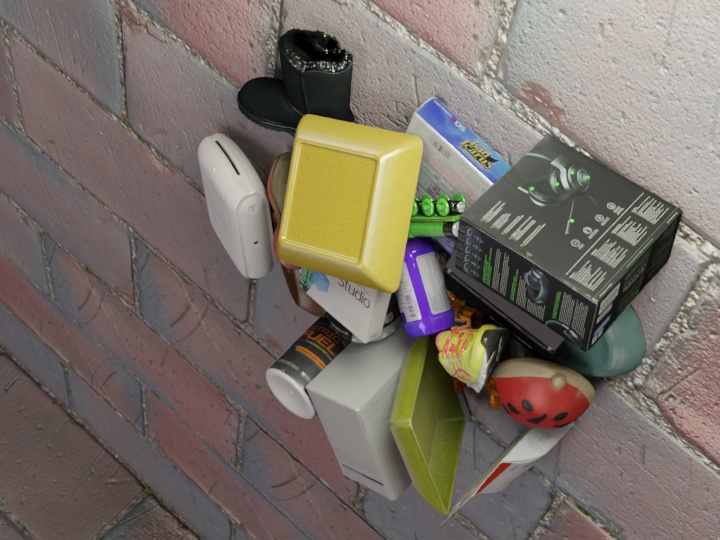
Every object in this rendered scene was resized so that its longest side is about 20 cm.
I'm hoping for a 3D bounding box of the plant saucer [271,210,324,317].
[{"bbox_3d":[-0.101,-0.019,1.890,0.200,0.036,0.202,164,90,-80],"label":"plant saucer"}]

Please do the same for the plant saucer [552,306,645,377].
[{"bbox_3d":[0.273,0.068,1.574,0.199,0.036,0.201,35,150,24],"label":"plant saucer"}]

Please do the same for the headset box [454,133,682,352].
[{"bbox_3d":[0.224,-0.038,1.363,0.199,0.174,0.093,33,148,24],"label":"headset box"}]

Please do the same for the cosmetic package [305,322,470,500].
[{"bbox_3d":[0.046,0.204,1.887,0.122,0.199,0.201,19,141,41],"label":"cosmetic package"}]

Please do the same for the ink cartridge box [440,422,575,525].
[{"bbox_3d":[0.213,0.295,1.765,0.050,0.200,0.162,41,152,7],"label":"ink cartridge box"}]

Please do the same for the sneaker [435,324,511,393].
[{"bbox_3d":[0.140,0.109,1.616,0.090,0.079,0.200,30,163,6],"label":"sneaker"}]

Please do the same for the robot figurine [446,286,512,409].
[{"bbox_3d":[0.161,0.102,1.748,0.144,0.058,0.201,19,141,41],"label":"robot figurine"}]

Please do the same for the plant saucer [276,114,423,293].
[{"bbox_3d":[-0.028,-0.088,1.554,0.199,0.048,0.202,16,100,34],"label":"plant saucer"}]

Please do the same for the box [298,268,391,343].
[{"bbox_3d":[-0.013,-0.020,1.638,0.144,0.036,0.201,39,134,30],"label":"box"}]

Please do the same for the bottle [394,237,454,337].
[{"bbox_3d":[0.071,-0.011,1.672,0.083,0.065,0.202,161,93,-72],"label":"bottle"}]

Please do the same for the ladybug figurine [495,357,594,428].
[{"bbox_3d":[0.244,0.169,1.643,0.135,0.073,0.200,18,168,4],"label":"ladybug figurine"}]

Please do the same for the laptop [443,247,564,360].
[{"bbox_3d":[0.203,0.017,1.548,0.177,0.104,0.200,38,176,10],"label":"laptop"}]

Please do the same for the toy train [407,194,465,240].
[{"bbox_3d":[0.067,-0.068,1.578,0.199,0.041,0.057,4,106,52],"label":"toy train"}]

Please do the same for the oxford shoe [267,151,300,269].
[{"bbox_3d":[-0.088,-0.101,1.766,0.075,0.070,0.201,-48,41,44],"label":"oxford shoe"}]

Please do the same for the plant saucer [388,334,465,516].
[{"bbox_3d":[0.094,0.220,1.772,0.047,0.201,0.201,-7,127,20],"label":"plant saucer"}]

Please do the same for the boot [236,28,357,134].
[{"bbox_3d":[-0.089,-0.258,1.629,0.199,0.077,0.169,26,149,23],"label":"boot"}]

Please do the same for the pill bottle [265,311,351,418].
[{"bbox_3d":[-0.049,0.132,1.931,0.106,0.200,0.107,33,149,22],"label":"pill bottle"}]

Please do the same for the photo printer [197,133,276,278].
[{"bbox_3d":[-0.198,-0.109,1.938,0.167,0.069,0.201,55,160,37],"label":"photo printer"}]

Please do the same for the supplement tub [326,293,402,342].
[{"bbox_3d":[0.000,0.000,1.781,0.122,0.122,0.201,30,146,30],"label":"supplement tub"}]

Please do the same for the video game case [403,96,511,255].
[{"bbox_3d":[0.127,-0.099,1.560,0.200,0.045,0.182,44,151,8],"label":"video game case"}]
